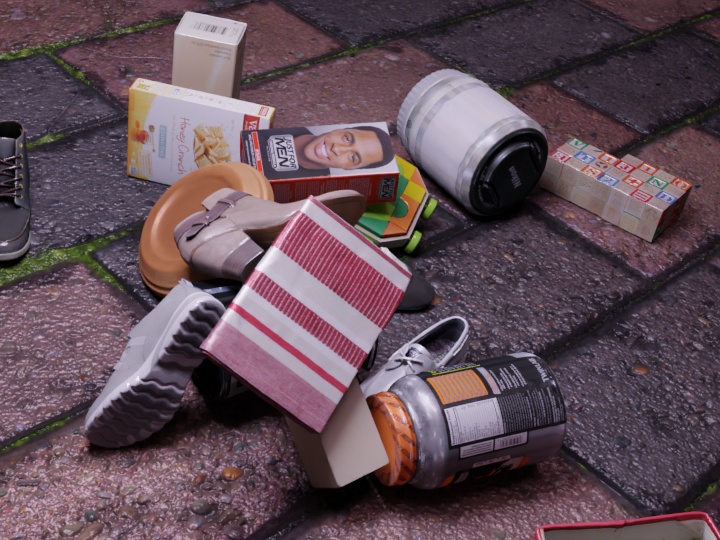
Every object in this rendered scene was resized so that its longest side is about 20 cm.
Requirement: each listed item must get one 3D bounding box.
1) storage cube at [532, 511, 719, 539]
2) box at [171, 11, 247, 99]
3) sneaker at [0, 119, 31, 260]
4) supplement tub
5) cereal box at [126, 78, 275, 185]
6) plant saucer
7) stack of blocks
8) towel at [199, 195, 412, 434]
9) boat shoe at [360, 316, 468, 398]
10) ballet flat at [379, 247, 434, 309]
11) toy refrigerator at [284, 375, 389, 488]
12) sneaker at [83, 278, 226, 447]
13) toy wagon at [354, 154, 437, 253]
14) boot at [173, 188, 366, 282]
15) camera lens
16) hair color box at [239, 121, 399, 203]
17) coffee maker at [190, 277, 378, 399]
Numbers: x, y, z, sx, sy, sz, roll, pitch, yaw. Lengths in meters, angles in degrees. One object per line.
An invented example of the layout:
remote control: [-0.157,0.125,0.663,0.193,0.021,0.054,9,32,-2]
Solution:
storage cube: [0.228,0.335,0.895,0.170,0.180,0.200,-1,39,-16]
box: [-0.224,-0.261,1.547,0.094,0.201,0.078,10,36,0]
sneaker: [-0.459,-0.104,1.359,0.074,0.107,0.200,-1,38,-16]
supplement tub: [0.108,0.162,1.140,0.199,0.123,0.123,-8,40,-23]
cereal box: [-0.224,-0.178,1.486,0.199,0.144,0.040,13,36,4]
plant saucer: [-0.199,-0.057,1.322,0.199,0.037,0.201,-18,51,23]
stack of blocks: [0.395,-0.132,1.655,0.200,0.059,0.115,30,41,24]
towel: [-0.049,0.042,1.060,0.144,0.023,0.200,38,65,-11]
boat shoe: [0.063,0.114,1.236,0.200,0.069,0.072,-26,50,-39]
ballet flat: [0.000,0.000,1.370,0.199,0.069,0.068,13,52,3]
toy refrigerator: [-0.044,0.117,1.100,0.070,0.076,0.201,-21,88,-26]
sneaker: [-0.218,0.099,1.118,0.075,0.200,0.082,39,2,-41]
toy wagon: [0.017,-0.084,1.469,0.155,0.040,0.200,30,51,-5]
boot: [-0.112,-0.059,1.215,0.200,0.070,0.146,-29,39,-25]
camera lens: [0.167,-0.190,1.588,0.159,0.161,0.200,-16,44,-31]
hair color box: [-0.056,-0.139,1.419,0.199,0.061,0.102,-5,51,-11]
coffee maker: [-0.106,0.064,1.231,0.199,0.135,0.192,-10,4,-27]
